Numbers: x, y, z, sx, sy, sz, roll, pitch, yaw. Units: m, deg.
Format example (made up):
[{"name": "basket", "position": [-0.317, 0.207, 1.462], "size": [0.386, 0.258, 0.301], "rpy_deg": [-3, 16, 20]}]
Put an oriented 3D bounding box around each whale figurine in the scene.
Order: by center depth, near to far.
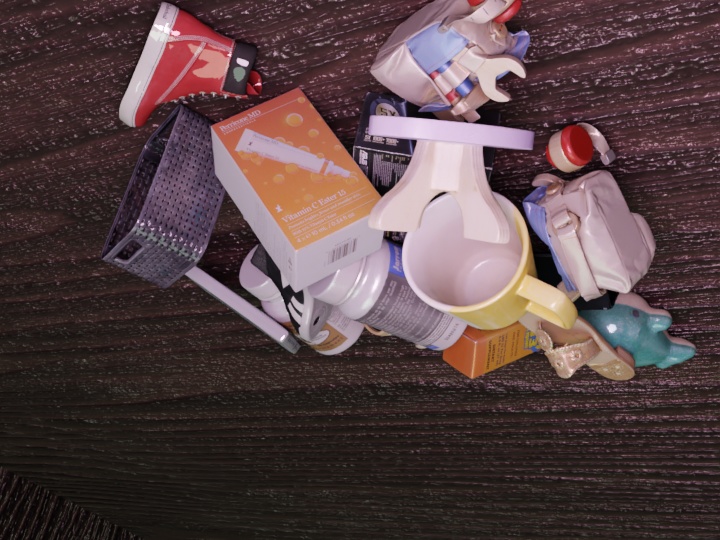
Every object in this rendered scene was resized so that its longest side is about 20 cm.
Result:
[{"name": "whale figurine", "position": [0.402, 0.109, 1.430], "size": [0.200, 0.104, 0.159], "rpy_deg": [27, 147, -20]}]

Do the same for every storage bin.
[{"name": "storage bin", "position": [-0.241, -0.094, 1.236], "size": [0.094, 0.200, 0.135], "rpy_deg": [27, 148, -24]}]

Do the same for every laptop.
[{"name": "laptop", "position": [0.256, 0.000, 1.313], "size": [0.177, 0.200, 0.104], "rpy_deg": [-1, 107, 24]}]

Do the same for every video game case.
[{"name": "video game case", "position": [-0.188, 0.061, 1.535], "size": [0.200, 0.024, 0.182], "rpy_deg": [34, 172, 8]}]

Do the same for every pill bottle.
[{"name": "pill bottle", "position": [0.038, 0.022, 1.245], "size": [0.200, 0.114, 0.114], "rpy_deg": [22, 150, -26]}, {"name": "pill bottle", "position": [-0.090, 0.040, 1.496], "size": [0.114, 0.115, 0.200], "rpy_deg": [-12, 142, 37]}]

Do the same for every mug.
[{"name": "mug", "position": [0.151, 0.015, 1.142], "size": [0.149, 0.187, 0.153], "rpy_deg": [-30, 151, 10]}]

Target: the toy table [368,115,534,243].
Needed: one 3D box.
[{"name": "toy table", "position": [0.093, -0.096, 1.005], "size": [0.200, 0.117, 0.184], "rpy_deg": [2, -172, -27]}]

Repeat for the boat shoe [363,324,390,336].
[{"name": "boat shoe", "position": [0.000, 0.000, 1.335], "size": [0.074, 0.200, 0.066], "rpy_deg": [-34, 173, 24]}]

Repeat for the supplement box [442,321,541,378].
[{"name": "supplement box", "position": [0.213, 0.085, 1.377], "size": [0.069, 0.200, 0.067], "rpy_deg": [31, 130, 42]}]

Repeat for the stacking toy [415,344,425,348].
[{"name": "stacking toy", "position": [0.053, 0.008, 1.399], "size": [0.200, 0.146, 0.146], "rpy_deg": [32, 149, -3]}]

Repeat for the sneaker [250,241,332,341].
[{"name": "sneaker", "position": [-0.100, 0.012, 1.378], "size": [0.112, 0.073, 0.200], "rpy_deg": [29, 147, 18]}]

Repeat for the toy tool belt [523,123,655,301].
[{"name": "toy tool belt", "position": [0.243, -0.060, 1.123], "size": [0.123, 0.125, 0.200], "rpy_deg": [-19, 102, 50]}]

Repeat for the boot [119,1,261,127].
[{"name": "boot", "position": [-0.201, -0.216, 1.147], "size": [0.144, 0.073, 0.200], "rpy_deg": [22, 146, -18]}]

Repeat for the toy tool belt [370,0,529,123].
[{"name": "toy tool belt", "position": [0.112, -0.214, 0.958], "size": [0.123, 0.125, 0.200], "rpy_deg": [42, 150, -20]}]

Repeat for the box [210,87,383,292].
[{"name": "box", "position": [-0.075, -0.097, 1.139], "size": [0.124, 0.200, 0.098], "rpy_deg": [-28, 156, -19]}]

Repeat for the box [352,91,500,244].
[{"name": "box", "position": [0.075, -0.115, 1.191], "size": [0.163, 0.086, 0.200], "rpy_deg": [10, 151, 5]}]

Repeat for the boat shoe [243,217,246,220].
[{"name": "boat shoe", "position": [-0.125, -0.110, 1.304], "size": [0.086, 0.075, 0.202], "rpy_deg": [22, 159, -11]}]

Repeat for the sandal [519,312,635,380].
[{"name": "sandal", "position": [0.297, 0.119, 1.318], "size": [0.211, 0.070, 0.078], "rpy_deg": [29, 146, -24]}]
